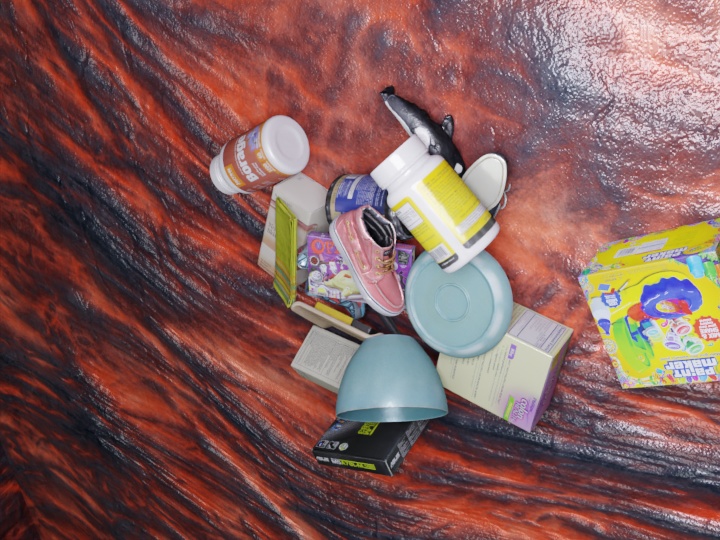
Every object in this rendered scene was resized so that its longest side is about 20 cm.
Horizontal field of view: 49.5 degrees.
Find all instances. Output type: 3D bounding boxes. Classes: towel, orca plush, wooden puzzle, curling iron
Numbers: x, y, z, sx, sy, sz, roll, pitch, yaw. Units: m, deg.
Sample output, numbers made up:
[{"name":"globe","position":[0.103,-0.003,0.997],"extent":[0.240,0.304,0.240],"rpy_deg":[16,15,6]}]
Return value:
[{"name":"towel","position":[-0.146,-0.032,1.486],"extent":[0.086,0.018,0.202],"rpy_deg":[46,141,44]},{"name":"orca plush","position":[0.118,-0.233,1.285],"extent":[0.200,0.071,0.105],"rpy_deg":[51,180,8]},{"name":"wooden puzzle","position":[-0.017,0.111,1.534],"extent":[0.198,0.038,0.185],"rpy_deg":[19,171,25]},{"name":"curling iron","position":[0.034,0.062,1.537],"extent":[0.049,0.026,0.201],"rpy_deg":[-18,104,47]}]

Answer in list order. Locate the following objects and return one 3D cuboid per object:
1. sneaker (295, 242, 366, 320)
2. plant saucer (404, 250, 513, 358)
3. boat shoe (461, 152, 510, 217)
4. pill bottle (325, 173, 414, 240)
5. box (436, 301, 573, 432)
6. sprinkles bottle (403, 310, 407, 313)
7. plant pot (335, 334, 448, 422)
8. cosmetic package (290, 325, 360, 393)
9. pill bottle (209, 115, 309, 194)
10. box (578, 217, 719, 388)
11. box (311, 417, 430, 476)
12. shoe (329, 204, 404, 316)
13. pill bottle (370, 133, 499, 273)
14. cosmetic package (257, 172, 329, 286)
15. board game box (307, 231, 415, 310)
[{"name":"sneaker","position":[-0.063,0.025,1.519],"extent":[0.201,0.095,0.079],"rpy_deg":[58,174,-25]},{"name":"plant saucer","position":[0.157,0.051,1.309],"extent":[0.198,0.027,0.203],"rpy_deg":[6,101,30]},{"name":"boat shoe","position":[0.198,-0.113,1.276],"extent":[0.074,0.062,0.201],"rpy_deg":[28,132,20]},{"name":"pill bottle","position":[0.045,-0.111,1.364],"extent":[0.198,0.112,0.113],"rpy_deg":[7,120,36]},{"name":"box","position":[0.247,0.151,1.373],"extent":[0.199,0.097,0.177],"rpy_deg":[26,129,25]},{"name":"sprinkles bottle","position":[0.082,0.033,1.453],"extent":[0.200,0.068,0.068],"rpy_deg":[40,134,11]},{"name":"plant pot","position":[0.054,0.190,1.393],"extent":[0.199,0.199,0.136],"rpy_deg":[-18,66,43]},{"name":"cosmetic package","position":[-0.032,0.201,1.610],"extent":[0.199,0.104,0.073],"rpy_deg":[22,161,27]},{"name":"pill bottle","position":[-0.199,-0.213,1.497],"extent":[0.199,0.112,0.113],"rpy_deg":[-17,105,43]},{"name":"box","position":[0.456,0.050,1.127],"extent":[0.199,0.122,0.194],"rpy_deg":[-15,107,43]},{"name":"box","position":[0.030,0.320,1.575],"extent":[0.192,0.200,0.048],"rpy_deg":[-5,120,41]},{"name":"shoe","position":[0.030,-0.015,1.316],"extent":[0.091,0.071,0.201],"rpy_deg":[-21,104,52]},{"name":"pill bottle","position":[0.114,-0.105,1.217],"extent":[0.200,0.114,0.114],"rpy_deg":[50,135,-4]},{"name":"cosmetic package","position":[-0.127,-0.076,1.540],"extent":[0.103,0.087,0.201],"rpy_deg":[34,132,20]},{"name":"board game box","position":[0.000,0.000,1.409],"extent":[0.198,0.032,0.121],"rpy_deg":[8,113,18]}]
